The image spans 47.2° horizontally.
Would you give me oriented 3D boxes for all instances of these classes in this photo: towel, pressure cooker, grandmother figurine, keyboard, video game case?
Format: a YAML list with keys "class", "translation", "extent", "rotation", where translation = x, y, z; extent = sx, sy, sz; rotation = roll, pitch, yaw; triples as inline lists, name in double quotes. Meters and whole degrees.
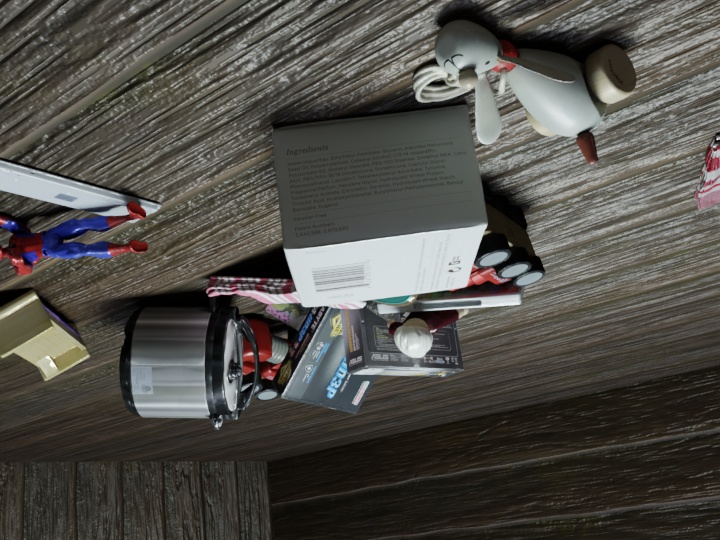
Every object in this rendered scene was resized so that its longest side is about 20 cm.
- class: "towel"
  translation: [0.495, -0.131, 1.012]
  extent: [0.143, 0.023, 0.200]
  rotation: [-12, 161, 13]
- class: "towel"
  translation: [-0.108, 0.036, 1.188]
  extent: [0.199, 0.030, 0.146]
  rotation: [2, 172, 40]
- class: "pressure cooker"
  translation: [-0.256, 0.145, 1.279]
  extent: [0.198, 0.180, 0.177]
  rotation: [-1, 142, 3]
- class: "grandmother figurine"
  translation: [0.091, 0.065, 1.170]
  extent: [0.121, 0.061, 0.200]
  rotation: [-25, -170, 23]
- class: "keyboard"
  translation: [-0.309, -0.082, 0.876]
  extent: [0.056, 0.011, 0.199]
  rotation: [-15, 161, 37]
- class: "video game case"
  translation: [0.135, 0.019, 1.169]
  extent: [0.198, 0.018, 0.143]
  rotation: [-5, -160, 18]

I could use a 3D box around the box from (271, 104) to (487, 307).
- class: "box"
  translation: [0.018, -0.060, 0.866]
  extent: [0.198, 0.132, 0.199]
  rotation: [-7, 162, -1]

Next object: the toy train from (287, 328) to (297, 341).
- class: "toy train"
  translation: [-0.046, 0.110, 1.515]
  extent: [0.198, 0.042, 0.056]
  rotation: [-15, 150, 22]

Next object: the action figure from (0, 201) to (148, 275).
- class: "action figure"
  translation: [-0.343, -0.037, 0.895]
  extent: [0.198, 0.066, 0.099]
  rotation: [-10, 168, 18]

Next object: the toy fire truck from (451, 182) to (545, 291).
- class: "toy fire truck"
  translation: [0.110, -0.025, 1.067]
  extent: [0.199, 0.130, 0.176]
  rotation: [-28, 155, 25]

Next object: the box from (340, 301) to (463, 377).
- class: "box"
  translation: [0.062, 0.080, 1.266]
  extent: [0.199, 0.160, 0.048]
  rotation: [7, 157, -37]

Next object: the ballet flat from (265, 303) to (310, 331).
- class: "ballet flat"
  translation: [-0.056, 0.078, 1.356]
  extent: [0.198, 0.072, 0.069]
  rotation: [0, 157, -22]

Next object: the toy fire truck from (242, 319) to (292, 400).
- class: "toy fire truck"
  translation: [-0.145, 0.148, 1.433]
  extent: [0.199, 0.130, 0.176]
  rotation: [-29, 146, 24]

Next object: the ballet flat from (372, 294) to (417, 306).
- class: "ballet flat"
  translation: [0.000, 0.000, 1.085]
  extent: [0.198, 0.069, 0.072]
  rotation: [10, -171, 29]

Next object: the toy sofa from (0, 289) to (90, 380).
- class: "toy sofa"
  translation: [-0.486, 0.088, 1.234]
  extent: [0.082, 0.098, 0.200]
  rotation: [-30, 165, -10]

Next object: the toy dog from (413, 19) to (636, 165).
- class: "toy dog"
  translation: [0.150, -0.145, 0.713]
  extent: [0.198, 0.097, 0.132]
  rotation: [-2, 161, -16]

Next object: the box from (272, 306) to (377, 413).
- class: "box"
  translation: [-0.030, 0.125, 1.326]
  extent: [0.158, 0.046, 0.201]
  rotation: [19, 106, -36]
